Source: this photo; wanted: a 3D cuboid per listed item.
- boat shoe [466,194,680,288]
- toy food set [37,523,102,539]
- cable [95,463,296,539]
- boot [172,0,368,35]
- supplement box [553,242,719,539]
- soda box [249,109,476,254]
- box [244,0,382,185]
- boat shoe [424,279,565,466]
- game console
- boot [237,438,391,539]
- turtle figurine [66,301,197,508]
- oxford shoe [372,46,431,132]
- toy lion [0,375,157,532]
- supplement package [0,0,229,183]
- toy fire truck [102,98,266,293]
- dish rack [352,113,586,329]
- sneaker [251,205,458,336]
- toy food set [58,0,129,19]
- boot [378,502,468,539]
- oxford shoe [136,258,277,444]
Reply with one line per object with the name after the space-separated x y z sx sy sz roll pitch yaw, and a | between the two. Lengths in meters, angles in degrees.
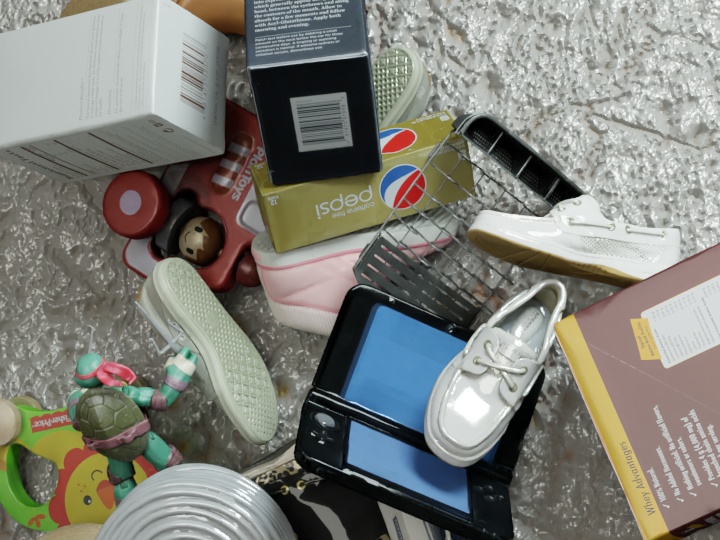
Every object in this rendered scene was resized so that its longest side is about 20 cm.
0.191 -0.033 1.321 0.197 0.071 0.070 13 81 -13 | boat shoe
-0.251 0.341 1.433 0.195 0.049 0.203 -4 96 11 | toy food set
-0.147 0.278 1.337 0.197 0.069 0.203 -15 95 13 | cable
-0.101 -0.250 1.498 0.200 0.074 0.155 -44 73 11 | boot
0.299 0.100 1.253 0.198 0.133 0.199 -26 73 14 | supplement box
0.002 -0.083 1.383 0.197 0.065 0.068 -17 31 -6 | soda box
-0.044 -0.205 1.336 0.105 0.149 0.202 -6 52 2 | box
0.118 0.078 1.272 0.070 0.070 0.201 33 53 2 | boat shoe
0.057 0.122 1.281 0.198 0.176 0.118 23 107 -5 | game console
-0.058 0.249 1.394 0.199 0.073 0.152 -32 71 6 | boot
-0.219 0.133 1.378 0.148 0.101 0.202 -7 116 28 | turtle figurine
0.003 -0.129 1.447 0.201 0.057 0.075 -51 62 20 | oxford shoe
-0.274 0.209 1.488 0.197 0.069 0.195 -12 84 17 | toy lion
-0.234 -0.164 1.385 0.198 0.117 0.119 -7 74 29 | supplement package
-0.143 -0.068 1.457 0.167 0.112 0.202 29 92 22 | toy fire truck
0.094 -0.030 1.352 0.153 0.055 0.201 35 95 -23 | dish rack
0.000 0.000 1.421 0.197 0.076 0.106 -12 117 -5 | sneaker
-0.256 -0.205 1.525 0.197 0.048 0.202 -34 70 39 | toy food set
0.079 0.247 1.325 0.089 0.073 0.203 -8 71 -22 | boot
-0.146 0.081 1.422 0.057 0.075 0.201 -26 104 30 | oxford shoe
